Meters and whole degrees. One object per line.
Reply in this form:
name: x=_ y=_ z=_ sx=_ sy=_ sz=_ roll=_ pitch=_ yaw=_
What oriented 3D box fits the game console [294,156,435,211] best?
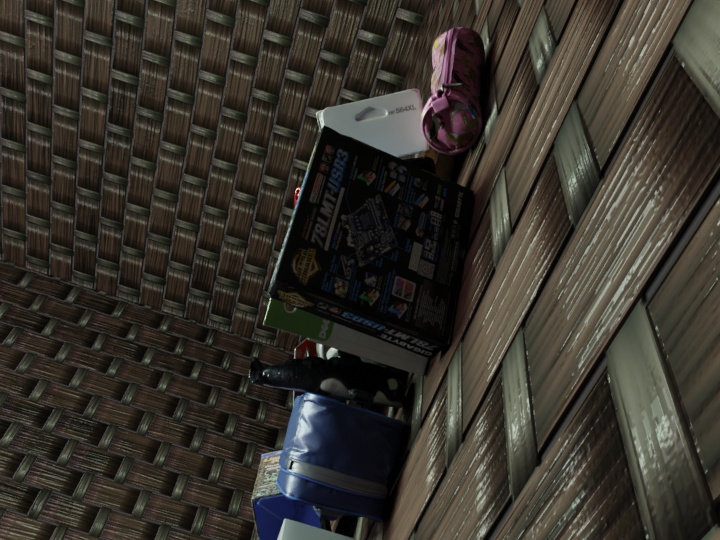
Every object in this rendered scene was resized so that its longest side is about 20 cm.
game console: x=0.010 y=-0.039 z=0.888 sx=0.031 sy=0.195 sz=0.182 roll=32 pitch=131 yaw=52

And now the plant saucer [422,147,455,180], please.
plant saucer: x=0.104 y=-0.117 z=1.074 sx=0.200 sy=0.034 sz=0.206 roll=-163 pitch=89 yaw=-86

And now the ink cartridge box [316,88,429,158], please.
ink cartridge box: x=0.023 y=-0.200 z=1.035 sx=0.200 sy=0.142 sz=0.087 roll=-65 pitch=-37 yaw=-79

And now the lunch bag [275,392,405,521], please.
lunch bag: x=-0.033 y=0.235 z=0.878 sx=0.200 sy=0.132 sz=0.136 roll=124 pitch=162 yaw=-75

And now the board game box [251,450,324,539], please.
board game box: x=-0.098 y=0.377 z=1.081 sx=0.200 sy=0.094 sz=0.165 roll=-148 pitch=48 yaw=-86

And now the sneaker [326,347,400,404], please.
sneaker: x=0.042 y=0.102 z=0.934 sx=0.200 sy=0.070 sz=0.101 roll=-43 pitch=63 yaw=31

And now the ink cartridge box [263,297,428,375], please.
ink cartridge box: x=-0.007 y=0.039 z=0.824 sx=0.059 sy=0.195 sz=0.107 roll=-161 pitch=89 yaw=-80

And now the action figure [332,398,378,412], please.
action figure: x=0.002 y=0.107 z=1.060 sx=0.102 sy=0.115 sz=0.206 roll=-113 pitch=33 yaw=-71

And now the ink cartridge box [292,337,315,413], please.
ink cartridge box: x=-0.070 y=0.196 z=1.085 sx=0.200 sy=0.043 sz=0.182 roll=-27 pitch=-59 yaw=-85

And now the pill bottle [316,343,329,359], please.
pill bottle: x=-0.023 y=0.136 z=1.286 sx=0.200 sy=0.111 sz=0.117 roll=141 pitch=146 yaw=-83

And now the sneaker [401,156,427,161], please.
sneaker: x=0.063 y=-0.117 z=1.052 sx=0.200 sy=0.071 sz=0.087 roll=172 pitch=90 yaw=-83

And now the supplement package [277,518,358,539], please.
supplement package: x=-0.076 y=0.430 z=0.884 sx=0.115 sy=0.106 sz=0.204 roll=-82 pitch=9 yaw=-61

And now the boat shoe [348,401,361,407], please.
boat shoe: x=-0.018 y=0.251 z=1.114 sx=0.202 sy=0.060 sz=0.073 roll=-79 pitch=7 yaw=-51

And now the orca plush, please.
orca plush: x=-0.036 y=0.117 z=0.871 sx=0.105 sy=0.194 sz=0.073 roll=95 pitch=-176 yaw=-77

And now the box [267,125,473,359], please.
box: x=0.018 y=-0.033 z=0.781 sx=0.050 sy=0.193 sz=0.205 roll=126 pitch=161 yaw=-60

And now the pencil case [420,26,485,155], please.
pencil case: x=0.126 y=-0.246 z=0.957 sx=0.203 sy=0.081 sz=0.087 roll=-77 pitch=14 yaw=-45
